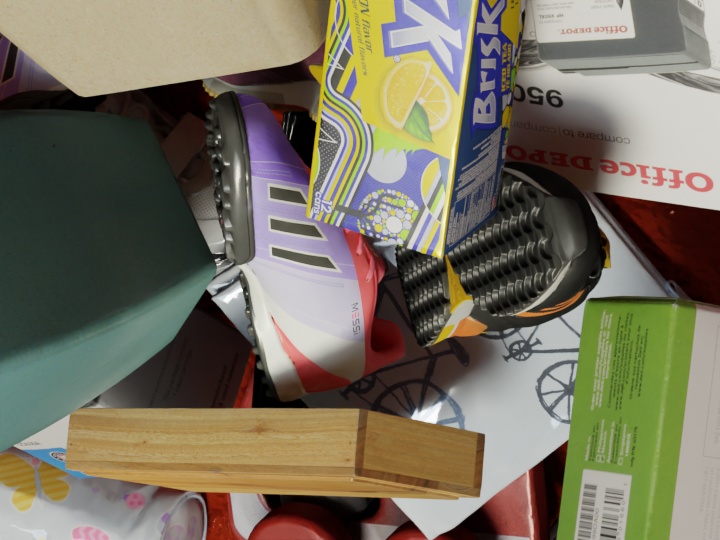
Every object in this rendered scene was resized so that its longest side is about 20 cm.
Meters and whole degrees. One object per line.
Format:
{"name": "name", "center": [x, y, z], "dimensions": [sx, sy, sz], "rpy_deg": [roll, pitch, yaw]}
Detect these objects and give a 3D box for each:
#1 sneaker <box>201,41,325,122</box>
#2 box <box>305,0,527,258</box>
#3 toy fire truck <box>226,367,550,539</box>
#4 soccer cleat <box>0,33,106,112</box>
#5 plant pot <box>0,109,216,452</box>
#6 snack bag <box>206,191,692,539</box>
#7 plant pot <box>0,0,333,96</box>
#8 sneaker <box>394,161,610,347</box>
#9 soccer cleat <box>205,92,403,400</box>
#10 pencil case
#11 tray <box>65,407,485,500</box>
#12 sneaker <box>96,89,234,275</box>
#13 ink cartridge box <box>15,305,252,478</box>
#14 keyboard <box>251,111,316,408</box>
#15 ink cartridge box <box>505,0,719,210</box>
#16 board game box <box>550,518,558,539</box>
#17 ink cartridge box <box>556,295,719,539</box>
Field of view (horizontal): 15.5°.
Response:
{"name": "sneaker", "center": [-0.018, -0.122, 1.274], "dimensions": [0.200, 0.075, 0.091], "rpy_deg": [17, 109, 59]}
{"name": "box", "center": [0.029, -0.113, 1.118], "dimensions": [0.070, 0.064, 0.201], "rpy_deg": [17, 118, 20]}
{"name": "toy fire truck", "center": [0.015, 0.102, 1.485], "dimensions": [0.199, 0.112, 0.169], "rpy_deg": [4, 109, 26]}
{"name": "soccer cleat", "center": [-0.146, -0.122, 1.316], "dimensions": [0.200, 0.068, 0.073], "rpy_deg": [-35, 78, 15]}
{"name": "plant pot", "center": [-0.183, 0.006, 1.286], "dimensions": [0.142, 0.199, 0.141], "rpy_deg": [63, 151, 16]}
{"name": "snack bag", "center": [0.052, 0.019, 1.367], "dimensions": [0.200, 0.021, 0.189], "rpy_deg": [-37, 107, 16]}
{"name": "plant pot", "center": [-0.084, -0.189, 1.148], "dimensions": [0.199, 0.200, 0.178], "rpy_deg": [-6, 124, 34]}
{"name": "sneaker", "center": [0.085, -0.013, 1.250], "dimensions": [0.200, 0.090, 0.070], "rpy_deg": [149, 109, -69]}
{"name": "soccer cleat", "center": [-0.027, -0.015, 1.275], "dimensions": [0.073, 0.068, 0.201], "rpy_deg": [-12, 138, 0]}
{"name": "pencil case", "center": [-0.194, 0.150, 1.656], "dimensions": [0.199, 0.083, 0.091], "rpy_deg": [16, 149, 15]}
{"name": "tray", "center": [-0.046, 0.093, 1.346], "dimensions": [0.199, 0.037, 0.098], "rpy_deg": [-4, 168, 40]}
{"name": "sneaker", "center": [-0.123, -0.070, 1.396], "dimensions": [0.199, 0.075, 0.115], "rpy_deg": [16, 140, 20]}
{"name": "ink cartridge box", "center": [-0.185, 0.037, 1.473], "dimensions": [0.199, 0.086, 0.146], "rpy_deg": [29, 157, -32]}
{"name": "keyboard", "center": [0.000, 0.000, 1.399], "dimensions": [0.103, 0.040, 0.201], "rpy_deg": [6, 118, -5]}
{"name": "ink cartridge box", "center": [0.112, -0.132, 1.191], "dimensions": [0.144, 0.084, 0.201], "rpy_deg": [10, 136, 23]}
{"name": "board game box", "center": [0.131, 0.150, 1.427], "dimensions": [0.034, 0.136, 0.200], "rpy_deg": [31, 140, -1]}
{"name": "ink cartridge box", "center": [0.202, 0.099, 1.294], "dimensions": [0.199, 0.149, 0.076], "rpy_deg": [10, 176, -30]}
